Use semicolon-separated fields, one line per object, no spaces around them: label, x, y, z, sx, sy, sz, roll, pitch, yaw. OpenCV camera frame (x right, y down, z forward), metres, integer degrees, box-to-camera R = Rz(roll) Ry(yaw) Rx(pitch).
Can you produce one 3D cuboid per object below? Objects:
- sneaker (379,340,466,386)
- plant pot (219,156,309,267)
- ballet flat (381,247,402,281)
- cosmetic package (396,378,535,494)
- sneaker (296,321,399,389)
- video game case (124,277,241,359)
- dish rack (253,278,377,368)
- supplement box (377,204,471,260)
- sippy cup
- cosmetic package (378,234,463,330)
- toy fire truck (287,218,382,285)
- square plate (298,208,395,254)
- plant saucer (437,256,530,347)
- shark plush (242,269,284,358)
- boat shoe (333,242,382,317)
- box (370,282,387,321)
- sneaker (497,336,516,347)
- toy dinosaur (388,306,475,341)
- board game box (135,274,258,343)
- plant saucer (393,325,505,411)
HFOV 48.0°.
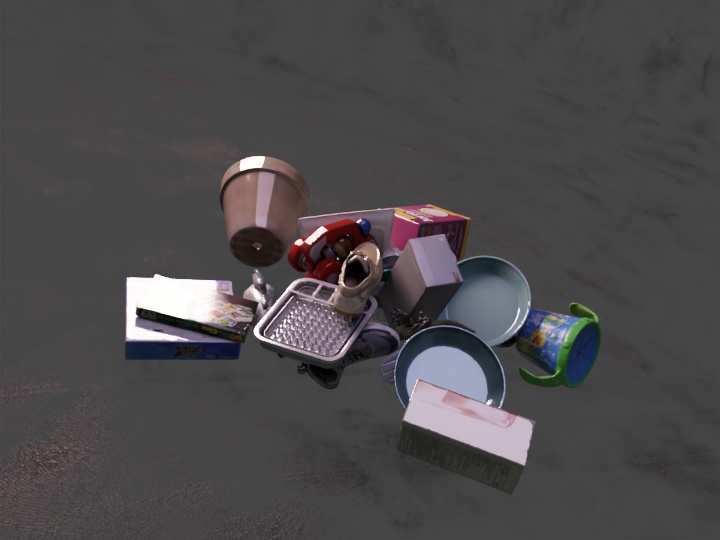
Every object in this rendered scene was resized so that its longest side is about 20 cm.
sneaker;0.126;0.170;1.479;0.196;0.071;0.075;-11;79;-13
plant pot;-0.211;-0.108;1.724;0.195;0.202;0.176;8;46;-8
ballet flat;0.079;-0.008;1.635;0.073;0.074;0.198;35;13;35
cosmetic package;0.164;0.261;1.272;0.196;0.104;0.088;20;51;10
sneaker;-0.022;0.154;1.431;0.195;0.077;0.115;-1;32;-6
video game case;-0.322;0.086;1.451;0.195;0.046;0.183;3;35;-18
dish rack;-0.076;0.095;1.405;0.168;0.044;0.200;16;35;17
supplement box;0.138;-0.081;1.832;0.130;0.106;0.198;24;22;37
sippy cup;0.377;0.140;1.570;0.129;0.143;0.176;22;19;39
cosmetic package;0.111;0.032;1.529;0.088;0.201;0.108;-9;60;-21
toy fire truck;-0.036;-0.018;1.582;0.167;0.202;0.112;-41;47;-16
square plate;-0.027;-0.058;1.665;0.193;0.201;0.029;-6;63;-4
plant saucer;0.239;0.068;1.597;0.195;0.036;0.204;-8;59;14
shark plush;-0.168;0.079;1.517;0.083;0.092;0.200;29;9;-39
boat shoe;0.000;0.000;1.451;0.071;0.066;0.201;15;36;8
box;0.083;0.043;1.709;0.141;0.037;0.201;7;29;-11
sneaker;0.245;0.076;1.658;0.075;0.089;0.199;-12;38;-37
toy dinosaur;0.104;0.102;1.484;0.196;0.088;0.048;-11;56;23
board game box;-0.286;0.067;1.430;0.196;0.024;0.106;15;35;-1
plant saucer;0.152;0.195;1.402;0.195;0.036;0.204;3;59;-6
